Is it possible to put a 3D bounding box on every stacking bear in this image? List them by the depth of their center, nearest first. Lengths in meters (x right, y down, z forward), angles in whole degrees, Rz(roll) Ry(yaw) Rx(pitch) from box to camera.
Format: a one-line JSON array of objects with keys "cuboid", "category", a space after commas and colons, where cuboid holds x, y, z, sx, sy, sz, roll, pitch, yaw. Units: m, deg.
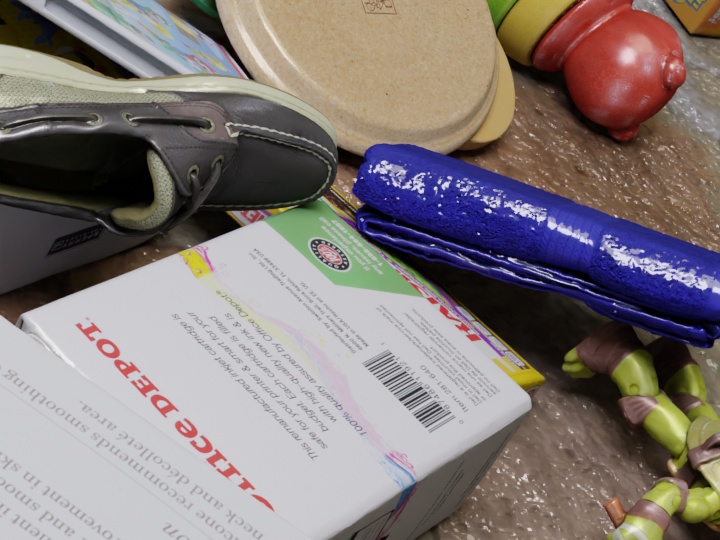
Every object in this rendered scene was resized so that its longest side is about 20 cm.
[{"cuboid": [0.128, -0.176, 1.233, 0.200, 0.121, 0.114, 50, 36, 12], "category": "stacking bear"}]

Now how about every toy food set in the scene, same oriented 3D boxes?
[{"cuboid": [-0.002, -0.149, 1.115, 0.200, 0.049, 0.198, -22, 79, -40], "category": "toy food set"}]

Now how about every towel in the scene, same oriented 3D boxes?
[{"cuboid": [0.098, -0.012, 0.997, 0.200, 0.050, 0.148, 21, 6, 10], "category": "towel"}]

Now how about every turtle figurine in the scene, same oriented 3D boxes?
[{"cuboid": [0.167, 0.097, 0.956, 0.200, 0.064, 0.161, -1, 46, -38], "category": "turtle figurine"}]

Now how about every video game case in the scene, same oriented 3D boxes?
[{"cuboid": [-0.131, -0.133, 0.962, 0.200, 0.017, 0.143, 32, 11, -31], "category": "video game case"}]

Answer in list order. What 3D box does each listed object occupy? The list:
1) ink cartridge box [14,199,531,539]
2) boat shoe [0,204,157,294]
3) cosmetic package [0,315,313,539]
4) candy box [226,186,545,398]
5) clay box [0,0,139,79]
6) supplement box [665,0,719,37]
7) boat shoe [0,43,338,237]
[{"cuboid": [-0.044, 0.065, 0.819, 0.145, 0.084, 0.200, 43, 36, 17], "category": "ink cartridge box"}, {"cuboid": [-0.160, -0.038, 0.870, 0.068, 0.072, 0.200, 49, 36, 16], "category": "boat shoe"}, {"cuboid": [-0.137, 0.147, 0.580, 0.167, 0.166, 0.200, 36, 34, 7], "category": "cosmetic package"}, {"cuboid": [0.000, 0.000, 0.959, 0.200, 0.026, 0.102, 42, 18, 15], "category": "candy box"}, {"cuboid": [-0.212, -0.094, 0.922, 0.115, 0.048, 0.200, 46, 36, 23], "category": "clay box"}, {"cuboid": [0.319, -0.212, 1.450, 0.200, 0.067, 0.069, 2, 47, -34], "category": "supplement box"}, {"cuboid": [-0.095, -0.045, 0.821, 0.201, 0.072, 0.066, 8, 45, -33], "category": "boat shoe"}]
